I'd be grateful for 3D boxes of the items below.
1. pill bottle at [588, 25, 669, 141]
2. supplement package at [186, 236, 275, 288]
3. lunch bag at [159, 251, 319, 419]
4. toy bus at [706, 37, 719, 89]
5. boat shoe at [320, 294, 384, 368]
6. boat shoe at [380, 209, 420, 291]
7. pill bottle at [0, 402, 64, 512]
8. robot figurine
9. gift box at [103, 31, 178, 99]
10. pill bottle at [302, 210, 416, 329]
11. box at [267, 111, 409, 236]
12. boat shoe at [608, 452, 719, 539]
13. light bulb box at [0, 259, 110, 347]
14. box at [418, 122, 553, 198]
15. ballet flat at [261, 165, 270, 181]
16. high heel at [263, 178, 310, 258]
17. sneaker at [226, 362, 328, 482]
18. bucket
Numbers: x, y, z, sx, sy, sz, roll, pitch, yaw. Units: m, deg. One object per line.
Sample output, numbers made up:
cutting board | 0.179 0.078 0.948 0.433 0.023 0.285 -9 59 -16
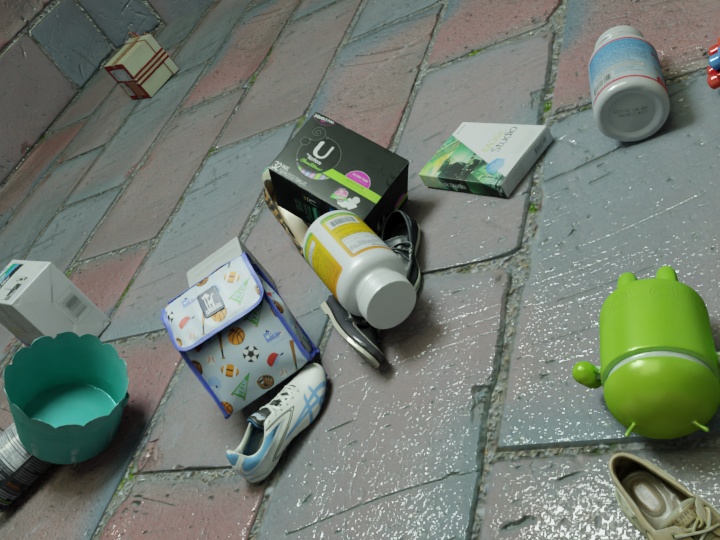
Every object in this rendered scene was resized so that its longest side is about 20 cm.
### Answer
pill bottle | 0.415 -0.299 1.217 0.109 0.109 0.200 -18 38 27
supplement package | -0.216 0.057 1.361 0.120 0.121 0.200 -35 33 3
lunch bag | -0.190 0.096 1.198 0.170 0.200 0.124 -34 -1 2
toy bus | 0.588 -0.346 1.114 0.192 0.136 0.200 -26 29 45
boat shoe | -0.003 0.079 1.183 0.063 0.073 0.200 -42 29 -1
boat shoe | 0.058 -0.021 1.256 0.074 0.062 0.200 -17 40 25
pill bottle | -0.612 0.331 1.412 0.200 0.106 0.106 -44 34 -10
robot figurine | 0.316 0.090 0.830 0.175 0.116 0.200 -10 42 23
gift box | -0.804 -0.754 2.835 0.200 0.185 0.187 15 61 43
pill bottle | 0.000 0.000 1.170 0.111 0.111 0.200 -39 42 -3
box | -0.035 -0.152 1.364 0.200 0.124 0.149 30 68 17
boat shoe | 0.300 0.240 0.709 0.072 0.065 0.200 -39 33 -2
light bulb box | -0.695 0.087 1.700 0.200 0.198 0.125 4 49 44
box | 0.213 -0.196 1.345 0.144 0.036 0.200 -50 34 -19
ballet flat | -0.125 -0.242 1.702 0.200 0.070 0.069 -41 33 -1
high heel | -0.115 -0.092 1.426 0.071 0.143 0.200 -41 33 -5
sneaker | -0.117 0.211 1.128 0.072 0.073 0.200 4 50 48
bucket | -0.503 0.222 1.342 0.206 0.135 0.208 10 43 -9
